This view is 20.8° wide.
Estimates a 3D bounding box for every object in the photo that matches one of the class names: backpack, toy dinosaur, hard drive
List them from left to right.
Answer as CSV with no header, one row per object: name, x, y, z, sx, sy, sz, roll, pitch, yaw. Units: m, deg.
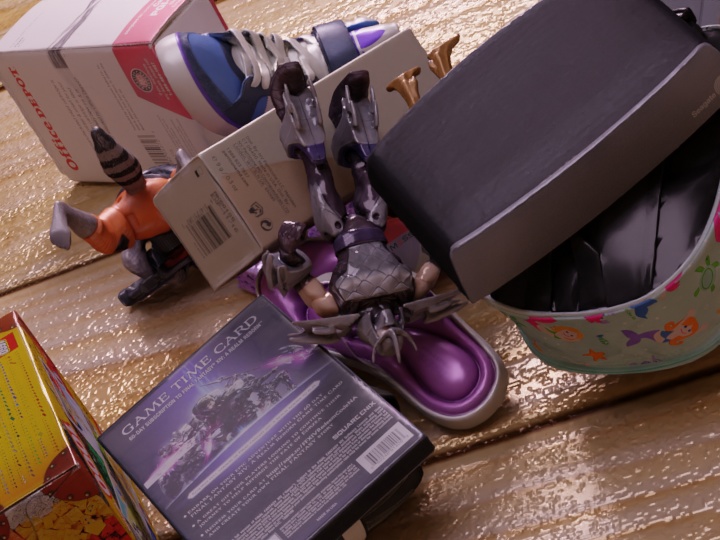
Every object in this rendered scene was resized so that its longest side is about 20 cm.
toy dinosaur,0.065,-0.088,1.235,0.060,0.106,0.200,-34,-1,11
hard drive,0.105,-0.087,1.126,0.200,0.042,0.135,-39,49,1
backpack,0.161,-0.032,1.178,0.177,0.151,0.200,-4,51,33

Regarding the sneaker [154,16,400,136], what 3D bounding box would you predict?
sneaker,-0.046,-0.158,1.456,0.146,0.200,0.081,-32,63,17

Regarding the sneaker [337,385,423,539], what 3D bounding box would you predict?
sneaker,-0.022,0.099,1.236,0.090,0.067,0.200,-33,37,-9

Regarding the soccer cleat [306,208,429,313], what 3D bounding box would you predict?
soccer cleat,0.000,0.000,1.335,0.200,0.077,0.067,-40,34,-15

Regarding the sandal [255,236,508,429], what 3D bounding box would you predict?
sandal,0.011,0.028,1.256,0.203,0.050,0.082,29,79,31

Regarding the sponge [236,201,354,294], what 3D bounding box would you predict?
sponge,0.003,-0.050,1.442,0.200,0.030,0.112,-44,35,-20

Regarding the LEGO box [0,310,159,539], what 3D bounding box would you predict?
LEGO box,-0.194,0.140,1.236,0.077,0.149,0.200,-32,34,-3

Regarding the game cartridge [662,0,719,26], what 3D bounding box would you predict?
game cartridge,0.278,-0.184,1.255,0.200,0.133,0.042,7,7,4

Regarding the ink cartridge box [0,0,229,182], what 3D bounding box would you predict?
ink cartridge box,-0.188,-0.150,1.617,0.200,0.147,0.083,4,45,40

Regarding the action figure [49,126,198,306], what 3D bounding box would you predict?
action figure,-0.128,-0.064,1.452,0.200,0.105,0.193,-35,-7,6

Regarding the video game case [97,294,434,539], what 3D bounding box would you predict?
video game case,-0.062,0.105,1.188,0.143,0.019,0.200,-41,39,-9

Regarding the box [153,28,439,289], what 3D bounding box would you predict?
box,-0.032,-0.078,1.340,0.200,0.078,0.095,-34,-1,-30

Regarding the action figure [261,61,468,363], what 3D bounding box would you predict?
action figure,-0.005,-0.031,1.225,0.130,0.069,0.200,-6,64,-22
